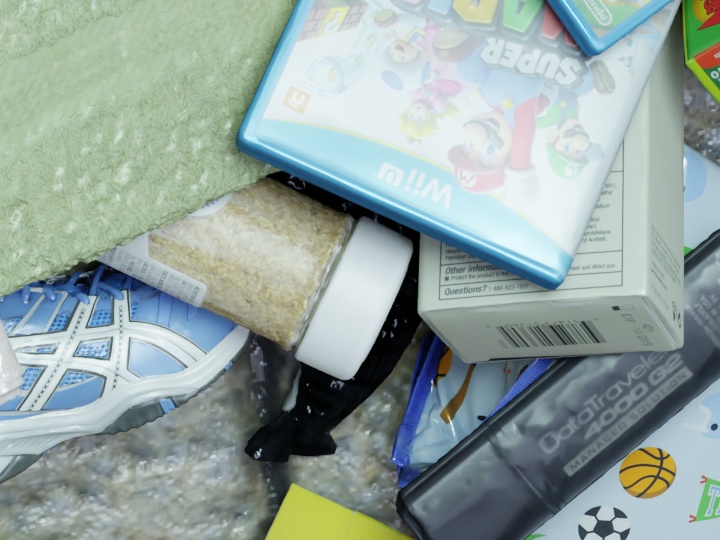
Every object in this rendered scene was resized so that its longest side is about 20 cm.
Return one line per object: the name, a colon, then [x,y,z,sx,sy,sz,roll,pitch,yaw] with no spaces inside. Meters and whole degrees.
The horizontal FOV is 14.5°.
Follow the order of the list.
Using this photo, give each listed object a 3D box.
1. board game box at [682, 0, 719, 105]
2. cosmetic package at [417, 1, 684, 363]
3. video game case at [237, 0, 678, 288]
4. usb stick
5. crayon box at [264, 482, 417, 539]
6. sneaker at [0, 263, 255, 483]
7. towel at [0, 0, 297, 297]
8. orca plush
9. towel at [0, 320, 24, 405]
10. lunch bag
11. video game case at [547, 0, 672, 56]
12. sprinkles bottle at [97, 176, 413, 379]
board game box: [0.191,-0.158,1.221,0.102,0.200,0.048,-29,123,26]
cosmetic package: [0.085,-0.066,1.220,0.105,0.071,0.200,-3,68,19]
video game case: [0.053,-0.111,1.156,0.143,0.018,0.200,24,76,-3]
usb stick: [0.103,0.059,1.232,0.200,0.033,0.055,-40,107,2]
crayon box: [0.031,0.196,1.301,0.200,0.051,0.127,27,53,1]
sneaker: [-0.131,0.031,1.240,0.200,0.076,0.077,-27,117,-12]
towel: [-0.104,-0.083,1.135,0.200,0.036,0.149,-29,111,-27]
orca plush: [0.000,0.000,1.281,0.105,0.071,0.200,25,96,-25]
towel: [-0.205,-0.032,1.107,0.032,0.191,0.200,-28,94,-23]
lunch bag: [0.125,0.052,1.317,0.170,0.124,0.200,31,86,-26]
video game case: [0.131,-0.201,1.144,0.200,0.018,0.143,-37,94,-11]
sprinkles bottle: [-0.079,-0.024,1.210,0.200,0.068,0.068,25,96,-1]
